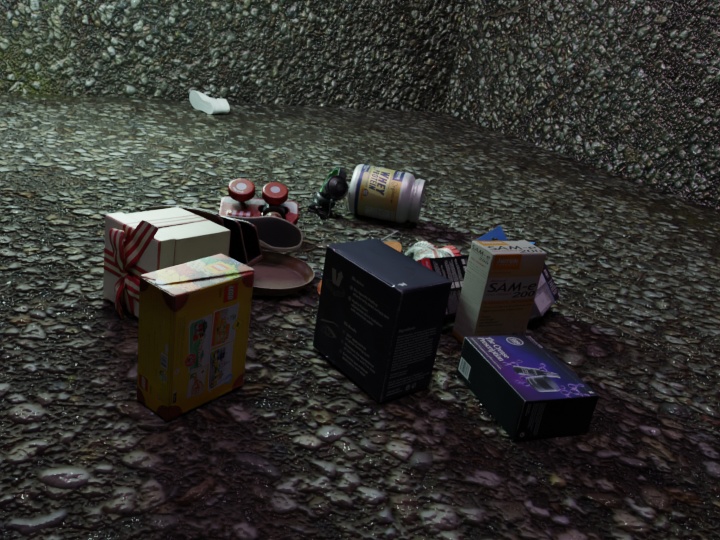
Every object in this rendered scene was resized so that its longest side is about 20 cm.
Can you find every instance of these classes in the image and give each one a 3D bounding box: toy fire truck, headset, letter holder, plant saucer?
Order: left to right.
[{"bbox_3d":[-0.317,-0.079,1.404,0.200,0.143,0.101,8,29,31],"label":"letter holder"},{"bbox_3d":[-0.253,-0.127,1.689,0.199,0.112,0.168,5,46,-8],"label":"toy fire truck"},{"bbox_3d":[-0.197,0.009,1.451,0.200,0.032,0.200,7,23,-3],"label":"plant saucer"},{"bbox_3d":[-0.098,-0.214,1.914,0.094,0.124,0.200,28,41,-20],"label":"headset"}]

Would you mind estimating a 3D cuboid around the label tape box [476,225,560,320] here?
[{"bbox_3d":[0.342,-0.004,1.476,0.063,0.200,0.144,-25,1,35],"label":"label tape box"}]

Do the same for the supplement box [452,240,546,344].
[{"bbox_3d":[0.262,0.046,1.309,0.126,0.201,0.074,-3,25,-25],"label":"supplement box"}]

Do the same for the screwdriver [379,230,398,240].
[{"bbox_3d":[0.056,-0.082,1.763,0.028,0.029,0.200,19,29,23],"label":"screwdriver"}]

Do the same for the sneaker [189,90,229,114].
[{"bbox_3d":[-0.666,-0.742,3.062,0.115,0.074,0.200,-13,40,-45],"label":"sneaker"}]

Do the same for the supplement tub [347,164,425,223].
[{"bbox_3d":[0.075,-0.214,1.946,0.199,0.145,0.144,12,22,7],"label":"supplement tub"}]

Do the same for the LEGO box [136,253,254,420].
[{"bbox_3d":[-0.240,0.093,1.002,0.077,0.201,0.149,24,26,31],"label":"LEGO box"}]

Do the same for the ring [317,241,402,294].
[{"bbox_3d":[0.000,0.000,1.436,0.200,0.019,0.201,-27,20,10],"label":"ring"}]

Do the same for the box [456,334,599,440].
[{"bbox_3d":[0.270,0.186,1.139,0.141,0.079,0.200,2,23,-22],"label":"box"}]

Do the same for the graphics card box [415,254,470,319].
[{"bbox_3d":[0.192,0.034,1.397,0.200,0.126,0.051,-7,-11,-39],"label":"graphics card box"}]

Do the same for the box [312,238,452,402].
[{"bbox_3d":[0.030,0.076,1.148,0.117,0.201,0.197,-9,29,-38],"label":"box"}]

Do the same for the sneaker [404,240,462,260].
[{"bbox_3d":[0.146,-0.018,1.546,0.082,0.078,0.200,-27,12,-24],"label":"sneaker"}]

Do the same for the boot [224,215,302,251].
[{"bbox_3d":[-0.238,-0.076,1.560,0.199,0.073,0.144,7,-11,-17],"label":"boot"}]

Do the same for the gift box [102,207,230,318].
[{"bbox_3d":[-0.352,-0.014,1.246,0.200,0.185,0.187,18,21,36],"label":"gift box"}]
